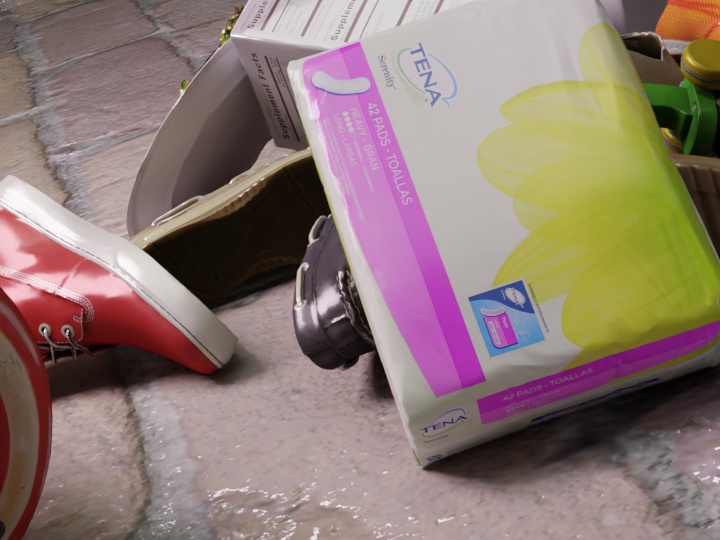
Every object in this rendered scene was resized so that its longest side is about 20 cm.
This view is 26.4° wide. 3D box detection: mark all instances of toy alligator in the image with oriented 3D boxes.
[{"bbox_3d":[0.223,-0.086,0.796,0.199,0.059,0.054,-8,46,-18],"label":"toy alligator"}]

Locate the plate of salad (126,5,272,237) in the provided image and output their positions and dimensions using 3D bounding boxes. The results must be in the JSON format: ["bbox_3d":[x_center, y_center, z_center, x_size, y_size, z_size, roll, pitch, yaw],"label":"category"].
[{"bbox_3d":[-0.102,-0.105,1.054,0.048,0.200,0.200,36,40,12],"label":"plate of salad"}]

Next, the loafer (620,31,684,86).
[{"bbox_3d":[0.166,-0.108,0.923,0.075,0.069,0.200,-4,5,25],"label":"loafer"}]

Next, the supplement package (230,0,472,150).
[{"bbox_3d":[0.039,-0.137,0.970,0.199,0.114,0.110,12,59,23],"label":"supplement package"}]

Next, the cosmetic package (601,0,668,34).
[{"bbox_3d":[0.174,-0.259,1.183,0.071,0.200,0.101,-31,22,-34],"label":"cosmetic package"}]

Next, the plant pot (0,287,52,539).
[{"bbox_3d":[-0.249,0.069,0.659,0.182,0.201,0.200,13,34,41],"label":"plant pot"}]

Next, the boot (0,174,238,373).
[{"bbox_3d":[-0.174,0.044,0.861,0.200,0.072,0.144,26,72,32],"label":"boot"}]

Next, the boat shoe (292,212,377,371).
[{"bbox_3d":[0.000,0.000,0.820,0.060,0.074,0.200,-31,16,11],"label":"boat shoe"}]

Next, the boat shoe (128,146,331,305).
[{"bbox_3d":[-0.059,-0.033,0.961,0.200,0.073,0.063,-27,25,-7],"label":"boat shoe"}]

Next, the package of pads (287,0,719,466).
[{"bbox_3d":[0.066,-0.031,0.692,0.154,0.068,0.200,-18,62,-2],"label":"package of pads"}]

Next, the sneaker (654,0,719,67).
[{"bbox_3d":[0.243,-0.149,0.925,0.073,0.077,0.200,21,5,-29],"label":"sneaker"}]

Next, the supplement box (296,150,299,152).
[{"bbox_3d":[0.054,-0.104,1.067,0.199,0.067,0.069,-17,19,1],"label":"supplement box"}]

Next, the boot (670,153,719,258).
[{"bbox_3d":[0.129,-0.041,0.821,0.199,0.073,0.166,-5,16,14],"label":"boot"}]
